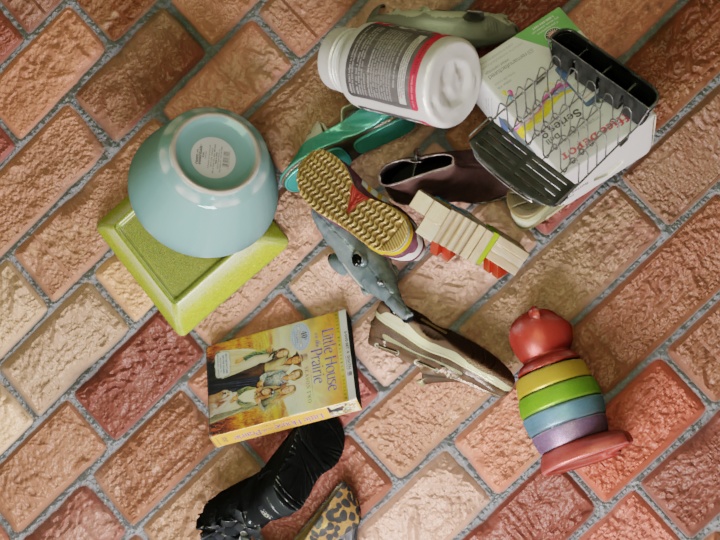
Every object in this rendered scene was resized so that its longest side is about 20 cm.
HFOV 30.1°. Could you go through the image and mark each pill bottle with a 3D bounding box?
[{"bbox_3d":[0.043,-0.248,1.662,0.199,0.110,0.111,20,91,40],"label":"pill bottle"}]

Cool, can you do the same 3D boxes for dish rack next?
[{"bbox_3d":[0.231,-0.173,1.561,0.153,0.055,0.200,40,70,22],"label":"dish rack"}]

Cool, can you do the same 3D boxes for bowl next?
[{"bbox_3d":[-0.192,-0.129,1.717,0.199,0.105,0.202,6,66,-14],"label":"bowl"}]

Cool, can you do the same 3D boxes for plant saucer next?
[{"bbox_3d":[-0.233,-0.050,1.794,0.199,0.048,0.200,-40,81,6],"label":"plant saucer"}]

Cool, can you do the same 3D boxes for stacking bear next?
[{"bbox_3d":[0.246,0.143,1.673,0.113,0.122,0.201,-16,74,-6],"label":"stacking bear"}]

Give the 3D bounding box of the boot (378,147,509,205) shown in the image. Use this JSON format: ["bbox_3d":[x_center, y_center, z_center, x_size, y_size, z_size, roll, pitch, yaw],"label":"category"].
[{"bbox_3d":[0.126,-0.121,1.671,0.198,0.166,0.073,-12,86,8],"label":"boot"}]

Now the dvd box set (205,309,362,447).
[{"bbox_3d":[-0.102,0.138,1.734,0.199,0.029,0.147,-15,51,10],"label":"dvd box set"}]

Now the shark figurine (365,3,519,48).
[{"bbox_3d":[0.090,-0.294,1.712,0.213,0.128,0.090,5,99,12],"label":"shark figurine"}]

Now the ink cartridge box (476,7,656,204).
[{"bbox_3d":[0.248,-0.202,1.656,0.145,0.088,0.200,-32,67,-6],"label":"ink cartridge box"}]

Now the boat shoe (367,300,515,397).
[{"bbox_3d":[0.100,0.116,1.722,0.202,0.075,0.075,31,106,16],"label":"boat shoe"}]

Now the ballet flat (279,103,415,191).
[{"bbox_3d":[-0.023,-0.175,1.761,0.199,0.067,0.071,-28,59,8],"label":"ballet flat"}]

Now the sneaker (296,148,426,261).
[{"bbox_3d":[-0.001,-0.075,1.691,0.075,0.090,0.200,-49,60,4],"label":"sneaker"}]

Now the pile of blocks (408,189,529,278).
[{"bbox_3d":[0.122,-0.041,1.676,0.062,0.199,0.082,-57,35,9],"label":"pile of blocks"}]

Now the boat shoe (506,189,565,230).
[{"bbox_3d":[0.271,-0.129,1.705,0.201,0.063,0.073,-43,65,-5],"label":"boat shoe"}]

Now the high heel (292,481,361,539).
[{"bbox_3d":[-0.097,0.340,1.718,0.199,0.071,0.144,3,93,-20],"label":"high heel"}]

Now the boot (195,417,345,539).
[{"bbox_3d":[-0.118,0.274,1.728,0.162,0.198,0.073,-34,103,37],"label":"boot"}]

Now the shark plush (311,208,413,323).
[{"bbox_3d":[0.000,0.000,1.704,0.091,0.083,0.201,-31,58,12],"label":"shark plush"}]
